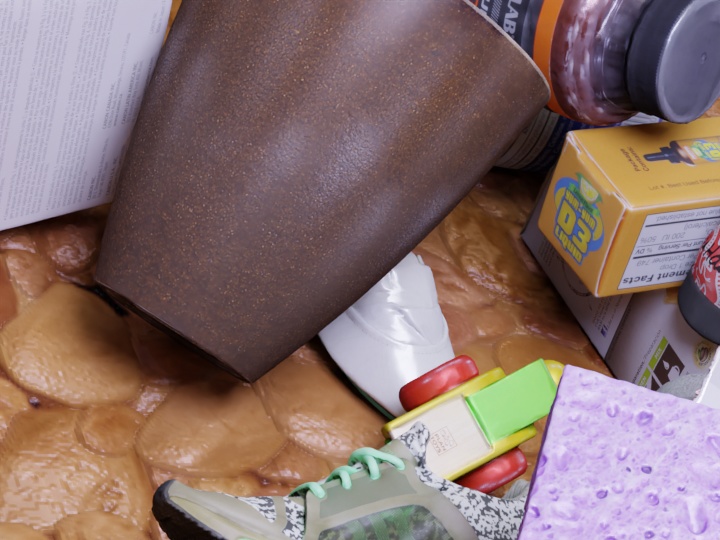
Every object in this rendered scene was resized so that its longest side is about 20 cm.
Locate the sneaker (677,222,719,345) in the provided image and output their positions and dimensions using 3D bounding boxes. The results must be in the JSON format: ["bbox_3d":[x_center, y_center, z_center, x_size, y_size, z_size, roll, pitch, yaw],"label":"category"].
[{"bbox_3d":[0.273,-0.002,1.258,0.201,0.108,0.067,9,40,-19],"label":"sneaker"}]

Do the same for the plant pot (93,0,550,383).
[{"bbox_3d":[-0.038,-0.053,1.196,0.187,0.200,0.187,33,-6,4],"label":"plant pot"}]

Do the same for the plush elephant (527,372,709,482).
[{"bbox_3d":[0.169,0.117,1.134,0.200,0.155,0.165,35,35,16],"label":"plush elephant"}]

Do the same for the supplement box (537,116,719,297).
[{"bbox_3d":[0.196,-0.039,1.301,0.200,0.069,0.067,-5,42,-31],"label":"supplement box"}]

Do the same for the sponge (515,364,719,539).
[{"bbox_3d":[0.162,0.113,0.968,0.200,0.030,0.112,16,50,6],"label":"sponge"}]

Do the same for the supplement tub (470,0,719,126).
[{"bbox_3d":[0.099,-0.141,1.279,0.200,0.107,0.107,25,29,36],"label":"supplement tub"}]

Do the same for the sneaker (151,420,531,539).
[{"bbox_3d":[0.002,0.109,1.093,0.200,0.077,0.089,16,73,-22],"label":"sneaker"}]

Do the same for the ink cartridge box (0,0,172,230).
[{"bbox_3d":[-0.190,-0.085,1.174,0.200,0.161,0.050,-15,50,-32],"label":"ink cartridge box"}]

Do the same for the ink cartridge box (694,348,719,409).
[{"bbox_3d":[0.166,0.159,1.041,0.161,0.050,0.200,34,64,-11],"label":"ink cartridge box"}]

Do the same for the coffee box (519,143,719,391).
[{"bbox_3d":[0.189,0.013,1.356,0.114,0.080,0.200,-1,41,-31],"label":"coffee box"}]

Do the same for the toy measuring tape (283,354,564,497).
[{"bbox_3d":[0.018,0.094,1.176,0.200,0.074,0.074,-26,55,-24],"label":"toy measuring tape"}]

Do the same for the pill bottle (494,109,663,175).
[{"bbox_3d":[0.087,-0.120,1.443,0.200,0.120,0.120,8,37,-22],"label":"pill bottle"}]

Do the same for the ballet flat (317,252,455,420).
[{"bbox_3d":[0.000,0.000,1.276,0.069,0.070,0.200,-4,43,-35],"label":"ballet flat"}]
